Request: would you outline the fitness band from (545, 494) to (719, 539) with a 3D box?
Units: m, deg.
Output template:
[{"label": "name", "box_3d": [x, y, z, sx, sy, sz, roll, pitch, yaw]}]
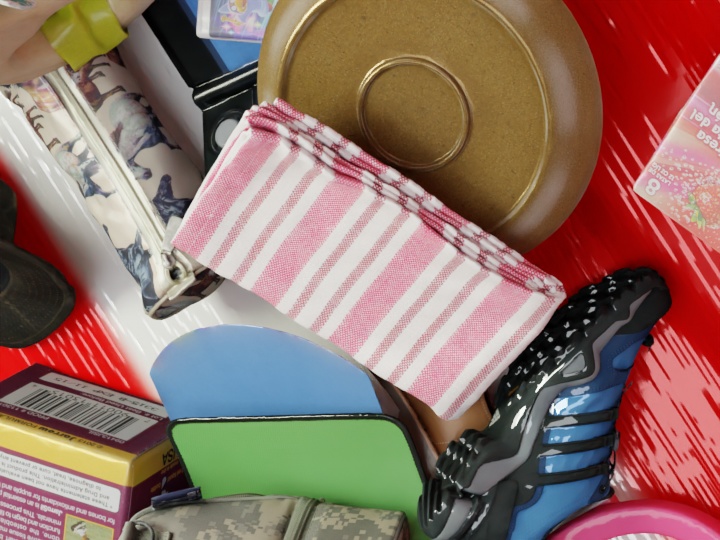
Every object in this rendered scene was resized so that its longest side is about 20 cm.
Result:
[{"label": "fitness band", "box_3d": [0.147, 0.216, 1.519, 0.200, 0.037, 0.144, -39, 90, 21]}]

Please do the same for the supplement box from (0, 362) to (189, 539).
[{"label": "supplement box", "box_3d": [-0.185, 0.178, 1.630, 0.131, 0.103, 0.200, 16, 110, 20]}]

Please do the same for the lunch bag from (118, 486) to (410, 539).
[{"label": "lunch bag", "box_3d": [-0.057, 0.229, 1.533, 0.167, 0.139, 0.200, 4, 133, 11]}]

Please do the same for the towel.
[{"label": "towel", "box_3d": [0.000, 0.000, 1.424, 0.200, 0.030, 0.146, 33, 143, -2]}]

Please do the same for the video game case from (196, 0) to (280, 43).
[{"label": "video game case", "box_3d": [0.008, -0.192, 1.417, 0.200, 0.018, 0.144, 6, 95, 20]}]

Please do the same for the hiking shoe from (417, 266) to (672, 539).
[{"label": "hiking shoe", "box_3d": [0.119, 0.088, 1.480, 0.087, 0.074, 0.200, 38, 94, -15]}]

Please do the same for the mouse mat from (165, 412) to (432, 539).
[{"label": "mouse mat", "box_3d": [-0.019, 0.161, 1.561, 0.161, 0.008, 0.200, -3, 127, 25]}]

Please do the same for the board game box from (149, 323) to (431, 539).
[{"label": "board game box", "box_3d": [-0.035, 0.099, 1.560, 0.158, 0.039, 0.200, 1, 128, 31]}]

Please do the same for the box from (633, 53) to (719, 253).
[{"label": "box", "box_3d": [0.261, -0.033, 1.376, 0.200, 0.103, 0.095, 36, 116, 9]}]

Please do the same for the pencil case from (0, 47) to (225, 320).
[{"label": "pencil case", "box_3d": [-0.146, -0.069, 1.553, 0.078, 0.089, 0.200, -33, 88, -5]}]

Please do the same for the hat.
[{"label": "hat", "box_3d": [-0.270, -0.028, 1.617, 0.200, 0.081, 0.201, 9, 152, 5]}]

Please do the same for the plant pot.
[{"label": "plant pot", "box_3d": [0.032, -0.087, 1.402, 0.200, 0.027, 0.200, 8, 114, 19]}]

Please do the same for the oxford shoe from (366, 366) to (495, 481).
[{"label": "oxford shoe", "box_3d": [0.033, 0.037, 1.522, 0.071, 0.071, 0.200, -29, 99, 12]}]

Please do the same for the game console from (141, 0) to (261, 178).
[{"label": "game console", "box_3d": [-0.036, -0.129, 1.467, 0.200, 0.116, 0.176, -22, 55, 28]}]

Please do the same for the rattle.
[{"label": "rattle", "box_3d": [-0.200, -0.179, 1.424, 0.130, 0.200, 0.143, -19, 87, 33]}]
